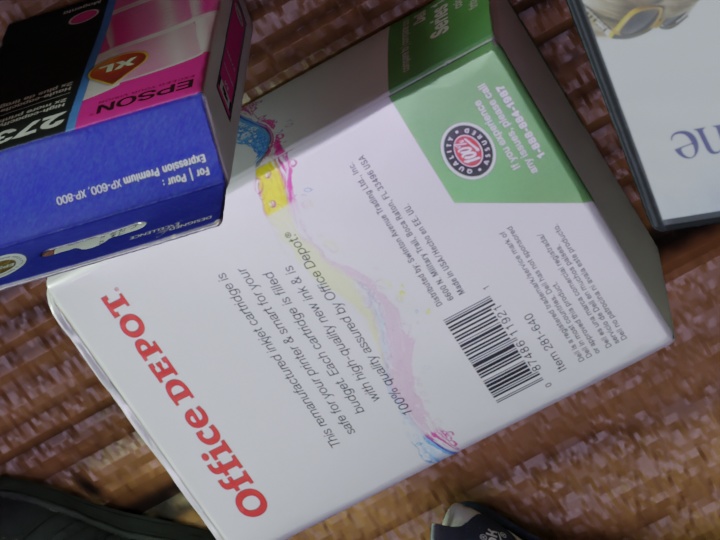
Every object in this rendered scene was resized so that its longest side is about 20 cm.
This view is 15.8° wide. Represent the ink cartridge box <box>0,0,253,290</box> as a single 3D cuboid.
[{"bbox_3d":[-0.091,-0.055,0.923,0.095,0.200,0.037,-16,115,8],"label":"ink cartridge box"}]

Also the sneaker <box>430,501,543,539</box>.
[{"bbox_3d":[0.090,0.139,1.081,0.199,0.080,0.130,-25,122,24],"label":"sneaker"}]

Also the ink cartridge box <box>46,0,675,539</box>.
[{"bbox_3d":[0.000,0.000,1.012,0.200,0.084,0.145,-28,112,13],"label":"ink cartridge box"}]

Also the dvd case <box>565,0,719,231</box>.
[{"bbox_3d":[0.130,-0.103,0.805,0.142,0.018,0.200,-10,126,22],"label":"dvd case"}]

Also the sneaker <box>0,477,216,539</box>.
[{"bbox_3d":[-0.106,0.145,1.075,0.199,0.104,0.060,10,117,-4],"label":"sneaker"}]
